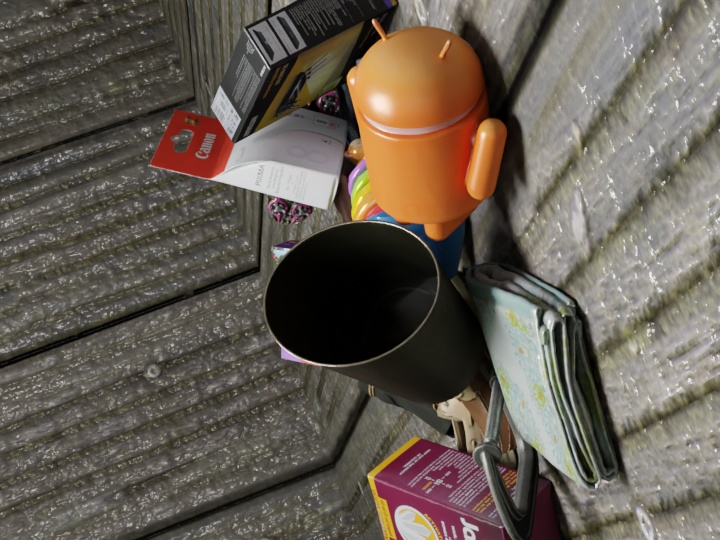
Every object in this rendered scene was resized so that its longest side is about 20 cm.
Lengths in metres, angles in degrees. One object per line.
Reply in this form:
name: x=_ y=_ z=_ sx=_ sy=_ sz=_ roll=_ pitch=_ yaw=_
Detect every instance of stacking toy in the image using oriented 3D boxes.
stacking toy: x=0.027 y=-0.078 z=1.443 sx=0.201 sy=0.115 sz=0.111 roll=-112 pitch=19 yaw=-45

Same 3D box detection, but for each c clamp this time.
c clamp: x=0.137 y=0.158 z=1.333 sx=0.201 sy=0.027 sz=0.172 roll=-76 pitch=-34 yaw=-55

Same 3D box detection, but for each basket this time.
basket: x=0.033 y=0.050 z=1.313 sx=0.200 sy=0.178 sz=0.138 roll=34 pitch=-126 yaw=-57

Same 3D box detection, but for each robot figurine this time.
robot figurine: x=0.057 y=-0.122 z=1.181 sx=0.145 sy=0.115 sz=0.201 roll=-105 pitch=2 yaw=-48

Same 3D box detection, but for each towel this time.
towel: x=0.158 y=0.090 z=1.229 sx=0.200 sy=0.048 sz=0.173 roll=-141 pitch=33 yaw=-72

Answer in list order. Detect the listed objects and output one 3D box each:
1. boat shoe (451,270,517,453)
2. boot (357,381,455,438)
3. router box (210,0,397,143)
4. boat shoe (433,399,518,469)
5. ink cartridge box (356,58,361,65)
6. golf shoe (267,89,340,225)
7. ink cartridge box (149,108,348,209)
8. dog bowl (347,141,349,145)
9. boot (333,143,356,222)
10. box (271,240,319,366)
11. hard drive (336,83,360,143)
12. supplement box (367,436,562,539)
boat shoe: x=0.105 y=0.102 z=1.447 sx=0.076 sy=0.073 sz=0.202 roll=131 pitch=119 yaw=-70
boot: x=0.071 y=0.119 z=1.648 sx=0.138 sy=0.078 sz=0.200 roll=31 pitch=160 yaw=15
router box: x=-0.063 y=-0.220 z=1.416 sx=0.053 sy=0.156 sz=0.200 roll=57 pitch=159 yaw=5
boat shoe: x=0.115 y=0.143 z=1.522 sx=0.071 sy=0.064 sz=0.202 roll=174 pitch=76 yaw=-80
ink cartridge box: x=0.045 y=-0.173 z=1.370 sx=0.200 sy=0.039 sz=0.101 roll=-148 pitch=40 yaw=-77
golf shoe: x=-0.067 y=-0.153 z=1.648 sx=0.092 sy=0.072 sz=0.202 roll=-104 pitch=27 yaw=-62
ink cartridge box: x=-0.116 y=-0.141 z=1.512 sx=0.163 sy=0.198 sz=0.058 roll=-82 pitch=12 yaw=-62
dog bowl: x=-0.075 y=-0.213 z=1.839 sx=0.200 sy=0.078 sz=0.202 roll=160 pitch=90 yaw=-80
boot: x=0.004 y=-0.056 z=1.691 sx=0.187 sy=0.064 sz=0.202 roll=50 pitch=162 yaw=53
box: x=-0.012 y=0.044 z=1.555 sx=0.198 sy=0.039 sz=0.139 roll=8 pitch=109 yaw=39
hard drive: x=-0.012 y=-0.230 z=1.592 sx=0.140 sy=0.033 sz=0.202 roll=-121 pitch=15 yaw=-52
supplement box: x=0.113 y=0.267 z=1.477 sx=0.199 sy=0.085 sz=0.111 roll=12 pitch=126 yaw=45
